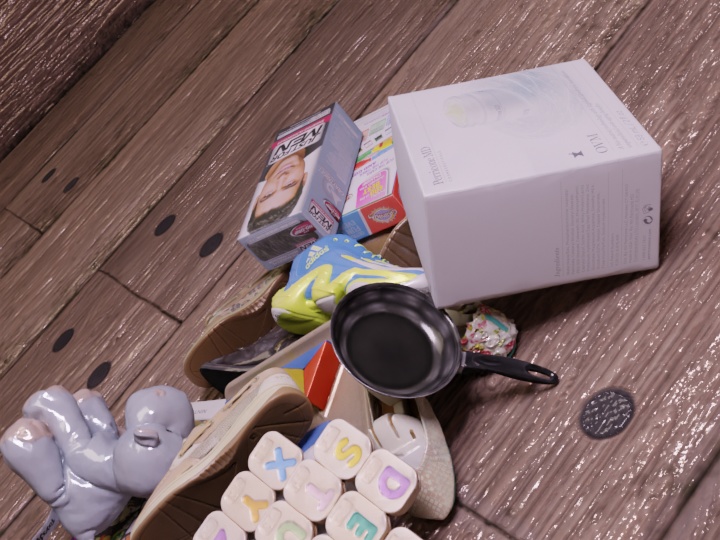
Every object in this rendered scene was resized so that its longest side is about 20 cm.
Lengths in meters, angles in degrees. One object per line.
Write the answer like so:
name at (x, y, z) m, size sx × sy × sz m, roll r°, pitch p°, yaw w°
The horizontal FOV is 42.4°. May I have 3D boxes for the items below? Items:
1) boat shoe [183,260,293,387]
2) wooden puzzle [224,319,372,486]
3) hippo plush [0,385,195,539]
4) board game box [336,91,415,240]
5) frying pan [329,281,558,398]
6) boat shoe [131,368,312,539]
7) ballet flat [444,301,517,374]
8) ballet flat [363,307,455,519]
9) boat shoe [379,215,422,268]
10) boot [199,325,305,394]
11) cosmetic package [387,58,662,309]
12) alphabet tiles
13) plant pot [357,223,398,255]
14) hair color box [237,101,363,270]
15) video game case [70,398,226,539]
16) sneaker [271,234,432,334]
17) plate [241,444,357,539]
boat shoe at (-0.131, 0.061, 1.105) m, size 0.200 × 0.073 × 0.063 m, roll -40°, pitch 23°, yaw -16°
wooden puzzle at (-0.068, 0.157, 0.876) m, size 0.185 × 0.046 × 0.201 m, roll -32°, pitch 46°, yaw 25°
hippo plush at (-0.254, 0.182, 0.932) m, size 0.160 × 0.159 × 0.200 m, roll -27°, pitch 34°, yaw 25°
board game box at (0.003, -0.118, 1.138) m, size 0.153 × 0.040 × 0.200 m, roll -21°, pitch 37°, yaw 32°
frying pan at (0.064, 0.059, 0.792) m, size 0.031 × 0.189 × 0.115 m, roll 113°, pitch 149°, yaw -49°
boat shoe at (-0.128, 0.172, 0.829) m, size 0.200 × 0.072 × 0.065 m, roll -47°, pitch 34°, yaw 0°
ballet flat at (0.054, 0.070, 0.881) m, size 0.200 × 0.064 × 0.076 m, roll -21°, pitch 36°, yaw 33°
ballet flat at (0.026, 0.120, 0.795) m, size 0.067 × 0.062 × 0.201 m, roll -36°, pitch 52°, yaw 27°
boat shoe at (0.081, -0.049, 1.001) m, size 0.200 × 0.072 × 0.065 m, roll -59°, pitch -4°, yaw -4°
boot at (-0.072, 0.062, 1.041) m, size 0.199 × 0.069 × 0.174 m, roll -7°, pitch 44°, yaw 31°
cosmetic package at (0.140, -0.085, 0.842) m, size 0.199 × 0.123 × 0.200 m, roll -12°, pitch 35°, yaw 0°
alphabet tiles at (-0.042, 0.218, 0.722) m, size 0.195 × 0.015 × 0.200 m, roll 30°, pitch 80°, yaw 35°
plant pot at (0.032, -0.097, 1.144) m, size 0.200 × 0.027 × 0.200 m, roll -30°, pitch 33°, yaw 22°
hair color box at (-0.068, -0.103, 1.103) m, size 0.099 × 0.061 × 0.200 m, roll -21°, pitch 38°, yaw 32°
video game case at (-0.223, 0.236, 1.021) m, size 0.181 × 0.036 × 0.200 m, roll -12°, pitch 43°, yaw 42°
sneaker at (0.000, 0.000, 0.935) m, size 0.199 × 0.076 × 0.105 m, roll -8°, pitch 55°, yaw 26°
plate at (-0.059, 0.266, 0.738) m, size 0.200 × 0.032 × 0.200 m, roll -43°, pitch 52°, yaw 1°
